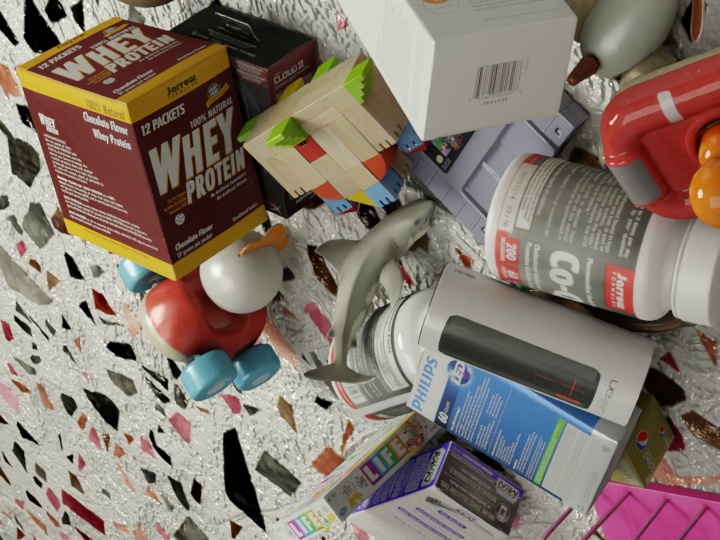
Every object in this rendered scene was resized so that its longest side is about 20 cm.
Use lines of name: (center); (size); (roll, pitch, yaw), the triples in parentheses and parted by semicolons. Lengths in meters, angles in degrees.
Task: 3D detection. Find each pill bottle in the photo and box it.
pill bottle: (0.062, 0.083, 1.535); (0.199, 0.116, 0.117); (-24, 101, 53)
pill bottle: (0.216, -0.024, 1.259); (0.198, 0.114, 0.115); (16, 132, 26)

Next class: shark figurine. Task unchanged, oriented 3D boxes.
shark figurine: (-0.013, 0.016, 1.511); (0.089, 0.216, 0.128); (29, 169, -22)

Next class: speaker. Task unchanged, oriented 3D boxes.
speaker: (0.155, 0.064, 1.301); (0.198, 0.082, 0.082); (22, 138, 7)

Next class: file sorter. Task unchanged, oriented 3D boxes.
file sorter: (0.290, 0.304, 1.456); (0.199, 0.125, 0.140); (4, 123, 47)

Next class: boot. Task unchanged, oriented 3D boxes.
boot: (0.229, 0.032, 1.359); (0.199, 0.074, 0.076); (12, 144, 51)

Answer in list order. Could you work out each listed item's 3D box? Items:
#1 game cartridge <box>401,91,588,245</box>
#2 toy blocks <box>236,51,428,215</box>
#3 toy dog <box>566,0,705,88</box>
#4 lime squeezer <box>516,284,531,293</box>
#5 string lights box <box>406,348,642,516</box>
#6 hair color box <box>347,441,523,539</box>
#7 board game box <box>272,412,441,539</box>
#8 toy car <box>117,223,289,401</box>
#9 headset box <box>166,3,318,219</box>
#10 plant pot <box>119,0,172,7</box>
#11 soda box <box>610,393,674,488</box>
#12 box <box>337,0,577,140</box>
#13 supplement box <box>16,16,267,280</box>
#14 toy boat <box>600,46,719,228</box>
game cartridge: (0.115, -0.123, 1.375); (0.129, 0.038, 0.200); (43, 143, 7)
toy blocks: (-0.011, -0.116, 1.417); (0.137, 0.101, 0.199); (44, 137, -21)
toy dog: (0.211, -0.207, 1.139); (0.131, 0.096, 0.202); (30, 139, 25)
lime squeezer: (0.156, 0.077, 1.423); (0.038, 0.070, 0.202); (-106, 21, -46)
string lights box: (0.147, 0.126, 1.369); (0.199, 0.059, 0.104); (31, 133, 17)
hair color box: (0.081, 0.265, 1.686); (0.109, 0.065, 0.200); (35, 149, -16)
board game box: (0.004, 0.221, 1.644); (0.034, 0.200, 0.134); (51, 144, 1)
toy car: (-0.141, 0.015, 1.711); (0.200, 0.176, 0.185); (-41, 72, 27)
headset box: (-0.116, -0.175, 1.553); (0.148, 0.077, 0.202); (25, 137, 34)
plant pot: (-0.205, -0.341, 1.443); (0.201, 0.200, 0.175); (52, 163, 0)
soda box: (0.203, 0.150, 1.464); (0.199, 0.068, 0.064); (9, 142, 44)
box: (0.072, -0.212, 1.203); (0.098, 0.123, 0.201); (96, 156, -45)
supplement box: (-0.224, -0.130, 1.534); (0.196, 0.132, 0.202); (21, 134, 42)
toy boat: (0.275, -0.085, 1.104); (0.198, 0.132, 0.131); (-19, 128, 33)
